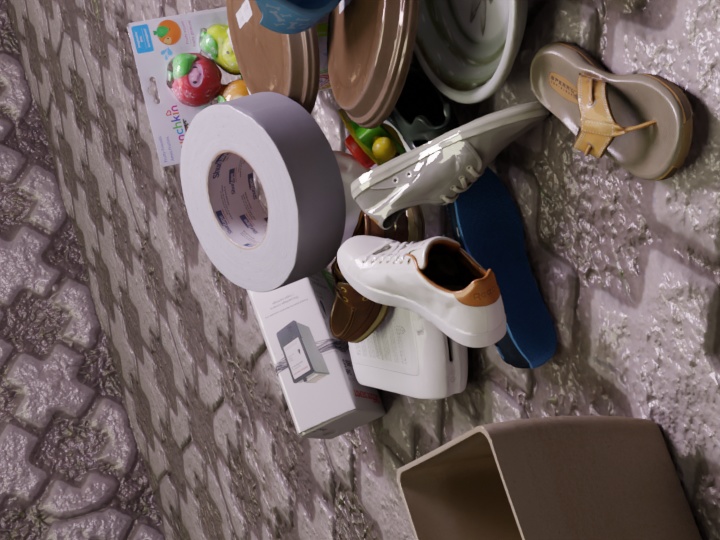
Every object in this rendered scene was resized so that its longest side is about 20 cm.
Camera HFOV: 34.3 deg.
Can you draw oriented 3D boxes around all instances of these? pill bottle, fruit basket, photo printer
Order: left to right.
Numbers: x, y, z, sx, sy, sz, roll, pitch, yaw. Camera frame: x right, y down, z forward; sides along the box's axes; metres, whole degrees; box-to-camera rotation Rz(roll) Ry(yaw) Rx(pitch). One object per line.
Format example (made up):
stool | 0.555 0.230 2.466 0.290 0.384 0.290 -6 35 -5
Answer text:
fruit basket | -0.177 -0.242 1.478 0.094 0.198 0.187 -12 91 67
pill bottle | -0.046 -0.070 1.360 0.200 0.113 0.115 165 91 -80
photo printer | 0.049 0.055 1.294 0.200 0.069 0.168 0 101 65

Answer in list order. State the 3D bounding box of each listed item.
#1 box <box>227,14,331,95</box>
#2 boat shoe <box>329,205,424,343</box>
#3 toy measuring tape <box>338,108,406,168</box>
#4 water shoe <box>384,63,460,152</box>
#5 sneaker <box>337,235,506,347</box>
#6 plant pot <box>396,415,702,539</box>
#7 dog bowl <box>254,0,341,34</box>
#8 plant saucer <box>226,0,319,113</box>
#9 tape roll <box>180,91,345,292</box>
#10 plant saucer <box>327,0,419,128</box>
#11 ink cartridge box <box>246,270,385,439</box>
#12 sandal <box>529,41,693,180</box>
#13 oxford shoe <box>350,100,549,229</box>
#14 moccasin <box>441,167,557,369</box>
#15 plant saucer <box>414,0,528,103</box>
box | -0.066 -0.283 1.315 0.102 0.112 0.200 69 155 12
boat shoe | 0.000 0.000 1.217 0.201 0.067 0.072 116 145 -43
toy measuring tape | 0.011 -0.163 1.285 0.200 0.073 0.074 -114 21 -58
water shoe | 0.046 -0.179 1.153 0.200 0.071 0.079 52 164 41
sneaker | 0.054 -0.008 1.069 0.199 0.073 0.085 25 137 39
plant pot | 0.169 0.223 0.983 0.201 0.176 0.200 71 155 13
dog bowl | -0.093 -0.291 1.048 0.049 0.199 0.112 6 75 56
plant saucer | -0.098 -0.251 1.230 0.200 0.029 0.201 48 147 47
tape roll | -0.105 -0.081 1.221 0.200 0.066 0.202 25 125 41
plant saucer | 0.007 -0.235 1.096 0.200 0.029 0.202 -177 90 -72
ink cartridge box | -0.054 0.101 1.457 0.201 0.083 0.145 69 -168 14
sandal | 0.184 -0.125 0.915 0.200 0.054 0.081 45 141 50
oxford shoe | 0.084 -0.094 1.046 0.199 0.075 0.058 -27 85 22
moccasin | 0.117 0.000 1.101 0.068 0.080 0.202 -27 77 64
plant saucer | 0.100 -0.252 1.037 0.200 0.050 0.202 42 139 51
